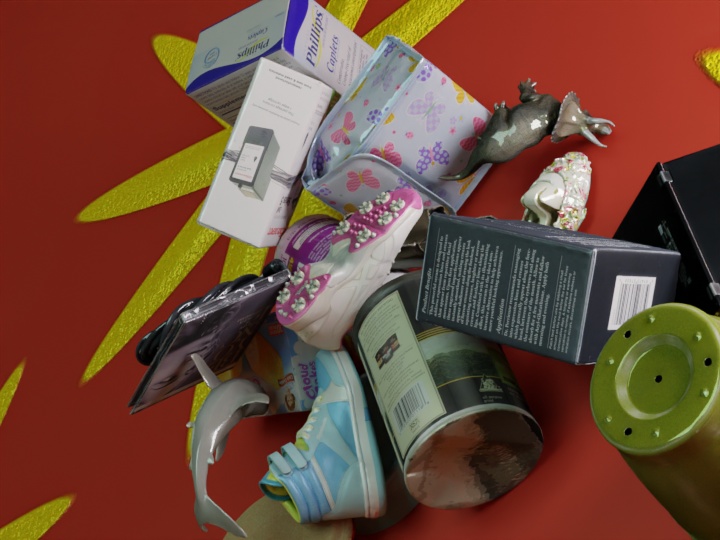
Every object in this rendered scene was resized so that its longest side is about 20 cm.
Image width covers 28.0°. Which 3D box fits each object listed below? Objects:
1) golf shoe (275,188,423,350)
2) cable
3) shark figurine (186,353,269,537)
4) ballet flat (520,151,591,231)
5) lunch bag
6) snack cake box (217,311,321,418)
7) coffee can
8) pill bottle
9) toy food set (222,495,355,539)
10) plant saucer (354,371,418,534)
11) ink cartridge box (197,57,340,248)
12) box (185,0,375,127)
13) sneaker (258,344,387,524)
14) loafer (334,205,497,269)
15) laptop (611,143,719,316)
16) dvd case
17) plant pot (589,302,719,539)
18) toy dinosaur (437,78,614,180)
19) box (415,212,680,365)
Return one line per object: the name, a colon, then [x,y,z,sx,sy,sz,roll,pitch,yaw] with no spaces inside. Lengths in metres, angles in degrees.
golf shoe: [0.000,0.000,1.544,0.200,0.092,0.075,-44,32,-1]
cable: [-0.178,0.047,1.665,0.199,0.051,0.163,-31,5,-20]
shark figurine: [-0.134,0.167,1.518,0.088,0.129,0.216,-13,34,24]
ballet flat: [0.192,-0.045,1.534,0.075,0.064,0.202,2,68,49]
lunch bag: [0.050,-0.134,1.660,0.201,0.169,0.127,-51,34,7]
snack cake box: [-0.099,0.109,1.678,0.199,0.067,0.117,-16,84,57]
coffee can: [0.086,0.120,1.478,0.146,0.146,0.201,-42,42,20]
pill bottle: [-0.009,0.014,1.674,0.199,0.112,0.113,29,88,52]
toy food set: [-0.087,0.317,1.559,0.198,0.049,0.199,-10,45,39]
plant saucer: [0.011,0.190,1.602,0.199,0.036,0.202,-26,50,35]
ink cartridge box: [-0.104,-0.133,1.682,0.145,0.083,0.202,-18,-50,-82]
box: [-0.088,-0.245,1.852,0.183,0.199,0.106,-17,53,39]
sneaker: [-0.053,0.175,1.531,0.129,0.080,0.202,-11,60,-7]
loafer: [0.069,-0.044,1.589,0.197,0.070,0.076,6,34,9]
laptop: [0.349,-0.013,1.389,0.201,0.114,0.189,115,153,-42]
dvd case: [-0.166,0.080,1.577,0.016,0.148,0.200,54,140,15]
plant pot: [0.295,0.123,1.215,0.199,0.192,0.203,-26,49,34]
toy dinosaur: [0.170,-0.155,1.578,0.198,0.078,0.102,-18,16,6]
box: [0.176,0.015,1.372,0.199,0.147,0.109,15,99,43]
